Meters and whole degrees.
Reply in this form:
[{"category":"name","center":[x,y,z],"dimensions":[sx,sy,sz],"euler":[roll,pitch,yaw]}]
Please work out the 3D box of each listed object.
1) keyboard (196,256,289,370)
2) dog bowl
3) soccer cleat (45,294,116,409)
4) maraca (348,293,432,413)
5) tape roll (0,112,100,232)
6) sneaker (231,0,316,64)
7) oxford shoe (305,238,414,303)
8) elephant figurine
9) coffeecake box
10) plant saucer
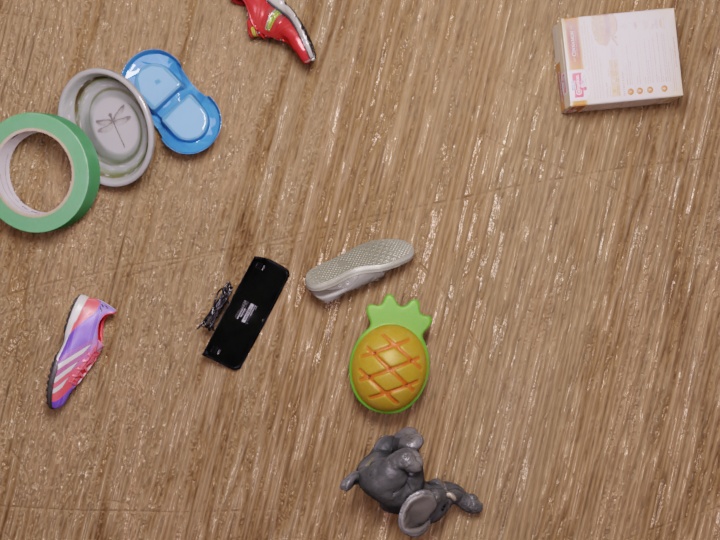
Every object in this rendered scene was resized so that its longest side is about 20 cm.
[{"category":"keyboard","center":[-0.212,0.065,1.669],"dimensions":[0.104,0.040,0.201],"euler":[30,86,-24]},{"category":"dog bowl","center":[-0.324,-0.288,1.659],"dimensions":[0.111,0.050,0.200],"euler":[-42,91,-2]},{"category":"soccer cleat","center":[-0.479,0.145,1.637],"dimensions":[0.073,0.068,0.201],"euler":[17,86,-6]},{"category":"maraca","center":[0.053,0.143,1.631],"dimensions":[0.136,0.107,0.201],"euler":[11,88,-4]},{"category":"tape roll","center":[-0.543,-0.165,1.626],"dimensions":[0.199,0.048,0.202],"euler":[1,97,9]},{"category":"sneaker","center":[-0.152,-0.424,1.663],"dimensions":[0.085,0.077,0.200],"euler":[-40,80,3]},{"category":"oxford shoe","center":[0.000,0.000,1.662],"dimensions":[0.199,0.075,0.058],"euler":[-22,131,-10]},{"category":"elephant figurine","center":[0.091,0.381,1.625],"dimensions":[0.155,0.142,0.201],"euler":[-21,107,26]},{"category":"coffeecake box","center":[0.446,-0.364,1.674],"dimensions":[0.199,0.073,0.155],"euler":[-6,89,-2]},{"category":"plant saucer","center":[-0.421,-0.245,1.631],"dimensions":[0.199,0.050,0.201],"euler":[9,111,24]}]
